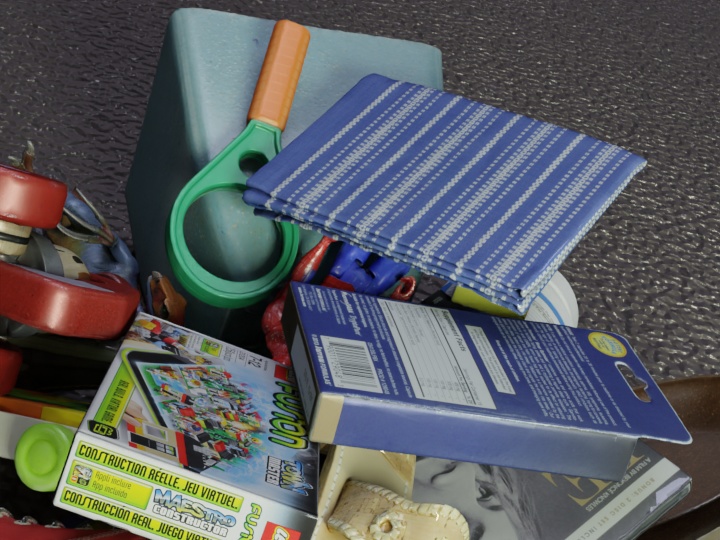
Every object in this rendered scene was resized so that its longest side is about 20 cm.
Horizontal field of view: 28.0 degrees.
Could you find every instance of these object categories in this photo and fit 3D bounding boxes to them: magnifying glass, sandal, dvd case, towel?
[{"bbox_3d":[-0.065,-0.069,0.884,0.079,0.022,0.202,20,62,-11],"label":"magnifying glass"},{"bbox_3d":[0.018,0.120,0.689,0.077,0.069,0.213,34,35,-26],"label":"sandal"},{"bbox_3d":[0.058,0.099,0.789,0.148,0.016,0.199,-32,50,-27],"label":"dvd case"},{"bbox_3d":[0.045,-0.051,0.838,0.198,0.024,0.145,21,49,29],"label":"towel"}]

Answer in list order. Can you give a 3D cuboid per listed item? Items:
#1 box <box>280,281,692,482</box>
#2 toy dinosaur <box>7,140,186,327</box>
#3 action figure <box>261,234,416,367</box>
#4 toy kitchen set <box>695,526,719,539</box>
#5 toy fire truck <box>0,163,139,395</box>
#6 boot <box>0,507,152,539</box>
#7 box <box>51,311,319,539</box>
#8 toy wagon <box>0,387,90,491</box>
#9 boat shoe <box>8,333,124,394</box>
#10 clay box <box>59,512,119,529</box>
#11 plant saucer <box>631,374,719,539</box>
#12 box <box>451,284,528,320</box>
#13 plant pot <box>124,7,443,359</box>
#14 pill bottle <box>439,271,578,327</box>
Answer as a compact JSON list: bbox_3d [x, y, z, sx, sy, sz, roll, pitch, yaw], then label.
[{"bbox_3d":[0.062,0.058,0.750,0.197,0.033,0.121,8,24,-14],"label":"box"},{"bbox_3d":[-0.172,-0.011,0.987,0.180,0.106,0.200,34,26,14],"label":"toy dinosaur"},{"bbox_3d":[0.000,0.000,0.869,0.065,0.052,0.201,43,69,-8],"label":"action figure"},{"bbox_3d":[0.212,0.215,0.791,0.200,0.179,0.164,49,19,-26],"label":"toy kitchen set"},{"bbox_3d":[-0.205,-0.004,0.788,0.198,0.114,0.168,16,2,24],"label":"toy fire truck"},{"bbox_3d":[-0.138,0.130,0.674,0.198,0.073,0.144,-14,33,-39],"label":"boot"},{"bbox_3d":[-0.074,0.078,0.692,0.109,0.035,0.200,20,11,-6],"label":"box"},{"bbox_3d":[-0.180,0.087,0.782,0.197,0.040,0.155,10,-5,19],"label":"toy wagon"},{"bbox_3d":[-0.216,0.050,0.875,0.197,0.074,0.075,10,24,2],"label":"boat shoe"},{"bbox_3d":[-0.089,0.194,0.698,0.198,0.048,0.114,28,31,25],"label":"clay box"},{"bbox_3d":[0.171,0.126,0.886,0.198,0.037,0.201,-22,13,6],"label":"plant saucer"},{"bbox_3d":[0.106,-0.031,0.938,0.049,0.076,0.200,19,16,8],"label":"box"},{"bbox_3d":[-0.049,-0.026,0.985,0.193,0.197,0.202,6,50,-18],"label":"plant pot"},{"bbox_3d":[0.081,0.063,0.961,0.111,0.114,0.200,23,27,15],"label":"pill bottle"}]
